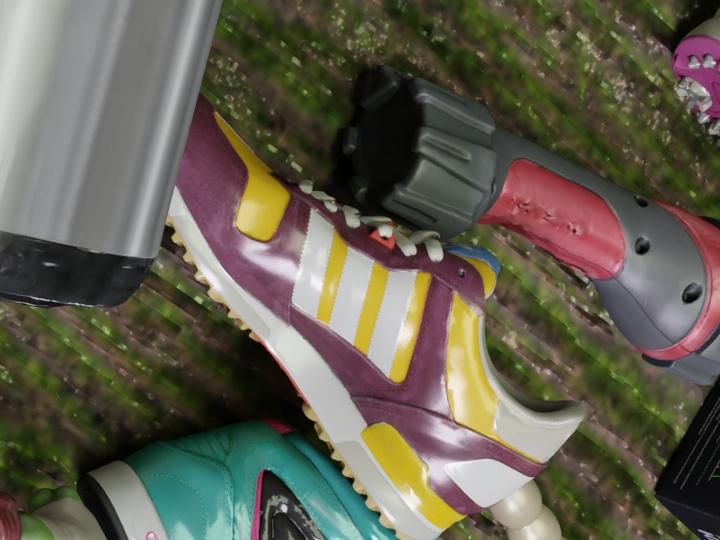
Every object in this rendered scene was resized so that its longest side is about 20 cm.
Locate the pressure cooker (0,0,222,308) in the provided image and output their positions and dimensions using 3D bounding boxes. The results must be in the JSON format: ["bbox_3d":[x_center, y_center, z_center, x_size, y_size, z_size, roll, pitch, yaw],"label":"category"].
[{"bbox_3d":[-0.126,-0.101,0.957,0.175,0.178,0.201,12,94,-33],"label":"pressure cooker"}]

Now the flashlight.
[{"bbox_3d":[0.082,-0.014,1.189,0.199,0.068,0.068,23,90,-37],"label":"flashlight"}]

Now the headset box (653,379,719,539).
[{"bbox_3d":[0.258,0.121,1.258,0.174,0.200,0.093,39,77,-35],"label":"headset box"}]

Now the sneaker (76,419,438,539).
[{"bbox_3d":[-0.021,0.140,1.144,0.120,0.084,0.201,-27,113,-17],"label":"sneaker"}]

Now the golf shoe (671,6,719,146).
[{"bbox_3d":[0.216,-0.054,1.271,0.092,0.075,0.200,-53,125,-18],"label":"golf shoe"}]

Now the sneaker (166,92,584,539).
[{"bbox_3d":[0.000,0.000,1.094,0.090,0.075,0.200,-34,102,11],"label":"sneaker"}]

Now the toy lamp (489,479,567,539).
[{"bbox_3d":[0.049,0.068,1.190,0.058,0.058,0.200,-45,123,-19],"label":"toy lamp"}]

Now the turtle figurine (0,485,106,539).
[{"bbox_3d":[-0.192,0.088,1.016,0.194,0.199,0.145,33,57,-55],"label":"turtle figurine"}]
